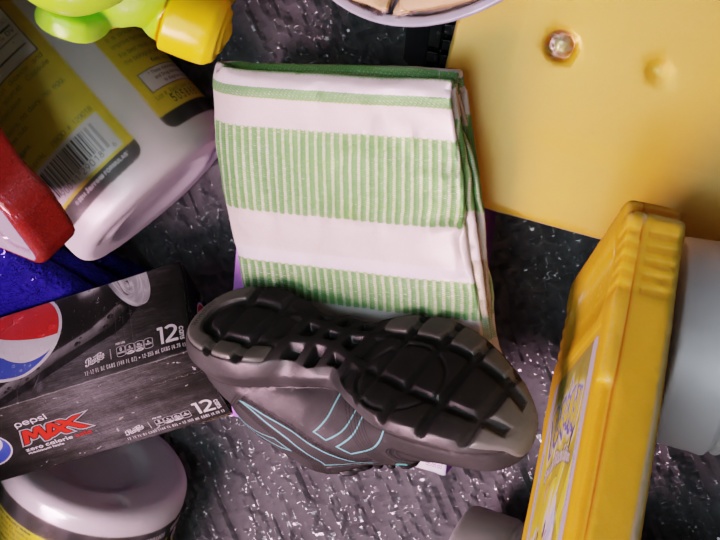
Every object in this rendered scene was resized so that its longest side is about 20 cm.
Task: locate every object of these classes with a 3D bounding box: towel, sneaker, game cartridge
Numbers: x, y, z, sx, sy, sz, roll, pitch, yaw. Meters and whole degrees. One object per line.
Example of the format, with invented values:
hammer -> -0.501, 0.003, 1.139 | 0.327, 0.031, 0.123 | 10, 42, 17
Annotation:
towel -> 0.001, -0.010, 0.831 | 0.152, 0.023, 0.201 | 6, 122, 30
sneaker -> 0.004, 0.064, 0.824 | 0.200, 0.075, 0.079 | 16, 137, 35
game cartridge -> 0.102, 0.083, 0.743 | 0.032, 0.176, 0.201 | 10, 76, 1
towel -> -0.230, 0.041, 0.957 | 0.200, 0.148, 0.050 | -30, 55, 26
game cartridge -> 0.142, -0.097, 0.783 | 0.199, 0.032, 0.177 | 16, 109, 5

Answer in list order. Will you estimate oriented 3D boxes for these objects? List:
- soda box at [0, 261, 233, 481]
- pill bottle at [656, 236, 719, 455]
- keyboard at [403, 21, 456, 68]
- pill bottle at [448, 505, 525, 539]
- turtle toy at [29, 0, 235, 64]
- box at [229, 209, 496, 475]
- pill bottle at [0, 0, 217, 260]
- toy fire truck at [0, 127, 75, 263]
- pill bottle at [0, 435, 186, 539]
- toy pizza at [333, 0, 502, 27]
soda box -> -0.177, 0.065, 0.910 | 0.199, 0.063, 0.071 | -17, 141, 6
pill bottle -> 0.234, 0.050, 0.741 | 0.199, 0.113, 0.114 | 11, 113, 3
keyboard -> 0.088, -0.177, 0.807 | 0.127, 0.021, 0.201 | 15, 114, 19
pill bottle -> 0.136, 0.201, 0.862 | 0.199, 0.114, 0.115 | 18, 114, 17
turtle toy -> -0.119, -0.173, 0.800 | 0.145, 0.200, 0.101 | 21, 128, -1
box -> 0.000, 0.000, 0.896 | 0.136, 0.039, 0.201 | 14, 113, 18
pill bottle -> -0.174, -0.113, 0.892 | 0.200, 0.111, 0.111 | 49, 119, 2
toy fire truck -> -0.243, -0.083, 0.818 | 0.200, 0.112, 0.168 | 16, 145, 42
pill bottle -> -0.183, 0.194, 1.001 | 0.114, 0.114, 0.201 | 26, 117, 14
toy pizza -> 0.036, -0.212, 0.757 | 0.200, 0.032, 0.201 | -9, 74, 35
